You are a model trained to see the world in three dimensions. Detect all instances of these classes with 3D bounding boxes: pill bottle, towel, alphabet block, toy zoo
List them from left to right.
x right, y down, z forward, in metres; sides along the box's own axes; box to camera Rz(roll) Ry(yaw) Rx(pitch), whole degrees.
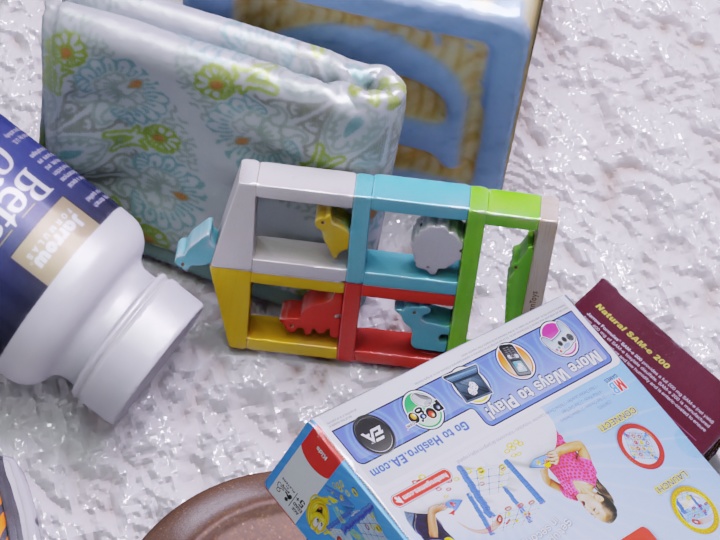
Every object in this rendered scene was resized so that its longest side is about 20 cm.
[{"bbox_3d":[-0.187,-0.010,1.295,0.200,0.111,0.111,37,64,0],"label":"pill bottle"},{"bbox_3d":[-0.081,-0.064,1.309,0.199,0.171,0.048,17,51,6],"label":"towel"},{"bbox_3d":[0.000,0.000,1.300,0.199,0.131,0.021,6,47,1],"label":"toy zoo"},{"bbox_3d":[0.014,-0.179,1.366,0.195,0.197,0.201,12,61,1],"label":"alphabet block"}]

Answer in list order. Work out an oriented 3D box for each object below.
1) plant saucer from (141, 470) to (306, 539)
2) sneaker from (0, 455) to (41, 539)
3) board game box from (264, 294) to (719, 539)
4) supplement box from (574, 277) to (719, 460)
[{"bbox_3d":[-0.035,0.189,1.248,0.200,0.037,0.201,1,62,-2],"label":"plant saucer"},{"bbox_3d":[-0.210,0.190,1.213,0.112,0.078,0.201,-5,61,-7],"label":"sneaker"},{"bbox_3d":[0.088,0.127,1.148,0.200,0.056,0.196,-23,67,-45],"label":"board game box"},{"bbox_3d":[0.101,0.106,1.267,0.109,0.061,0.200,42,57,13],"label":"supplement box"}]
